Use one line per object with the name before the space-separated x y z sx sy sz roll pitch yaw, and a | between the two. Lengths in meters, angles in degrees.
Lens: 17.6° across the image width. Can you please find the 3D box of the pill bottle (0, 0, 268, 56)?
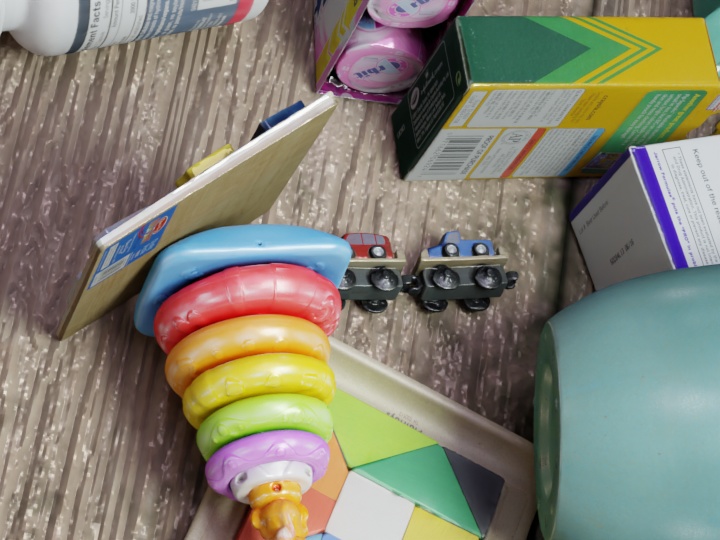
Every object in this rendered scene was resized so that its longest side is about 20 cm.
pill bottle | -0.161 -0.192 1.380 0.199 0.120 0.120 -13 71 -24

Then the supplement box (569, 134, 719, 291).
supplement box | 0.250 -0.026 1.457 0.198 0.101 0.104 -11 70 -23

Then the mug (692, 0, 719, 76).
mug | 0.306 -0.181 1.540 0.151 0.114 0.186 28 60 -5

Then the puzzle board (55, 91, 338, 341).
puzzle board | -0.095 -0.029 1.269 0.150 0.200 0.017 -33 84 -19

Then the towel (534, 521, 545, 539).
towel | 0.179 0.232 1.353 0.191 0.035 0.201 20 62 -10

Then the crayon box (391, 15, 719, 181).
crayon box | 0.133 -0.105 1.439 0.198 0.126 0.052 -1 66 -20

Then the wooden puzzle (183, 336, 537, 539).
wooden puzzle | 0.003 0.149 1.328 0.184 0.037 0.201 28 61 -6

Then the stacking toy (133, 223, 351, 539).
stacking toy | -0.052 0.086 1.276 0.115 0.110 0.201 -3 63 -17

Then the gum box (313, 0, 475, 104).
gum box | 0.029 -0.200 1.402 0.066 0.200 0.114 6 63 -16

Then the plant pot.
plant pot | 0.181 0.090 1.308 0.159 0.201 0.202 1 65 -2

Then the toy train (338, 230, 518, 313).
toy train | 0.000 0.000 1.399 0.198 0.034 0.046 0 54 -18
